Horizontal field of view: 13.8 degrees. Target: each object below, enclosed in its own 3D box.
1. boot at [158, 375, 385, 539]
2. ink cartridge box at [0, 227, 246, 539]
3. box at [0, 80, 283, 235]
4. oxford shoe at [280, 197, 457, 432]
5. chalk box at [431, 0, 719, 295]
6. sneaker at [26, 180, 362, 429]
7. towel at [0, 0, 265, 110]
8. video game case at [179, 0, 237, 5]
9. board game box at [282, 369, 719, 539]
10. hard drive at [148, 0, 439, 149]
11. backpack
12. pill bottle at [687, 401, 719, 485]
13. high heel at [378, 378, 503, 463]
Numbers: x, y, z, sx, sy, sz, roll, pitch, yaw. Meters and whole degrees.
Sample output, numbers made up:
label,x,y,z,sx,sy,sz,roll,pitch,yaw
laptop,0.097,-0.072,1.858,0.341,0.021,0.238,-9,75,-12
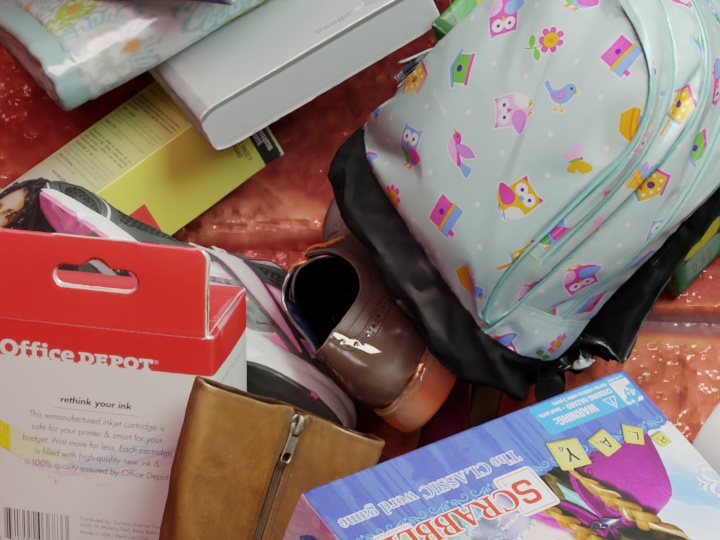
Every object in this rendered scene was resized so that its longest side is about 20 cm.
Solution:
label,x,y,z,sx,sy,sz,roll,pitch,yaw
boot,-0.094,0.147,1.362,0.068,0.188,0.200,35,108,61
ink cartridge box,-0.117,0.068,1.431,0.116,0.200,0.067,6,21,12
box,-0.142,-0.030,1.546,0.200,0.050,0.075,-36,31,-10
oxford shoe,0.000,0.000,1.466,0.071,0.073,0.200,-54,22,17
chalk box,0.154,-0.081,1.496,0.200,0.124,0.124,39,75,25
sneaker,-0.081,0.020,1.498,0.200,0.080,0.086,38,40,-4
towel,-0.117,-0.165,1.577,0.171,0.048,0.200,-33,30,-7
video game case,-0.078,-0.208,1.526,0.200,0.045,0.181,10,44,47
board game box,0.101,0.150,1.311,0.200,0.041,0.200,-19,56,-37
hard drive,-0.052,-0.137,1.555,0.132,0.026,0.200,-31,29,-6
backpack,0.091,-0.056,1.366,0.200,0.127,0.167,-44,67,23
pill bottle,0.250,0.129,1.379,0.200,0.114,0.114,37,75,24
high heel,0.071,0.062,1.469,0.096,0.067,0.200,28,86,31
